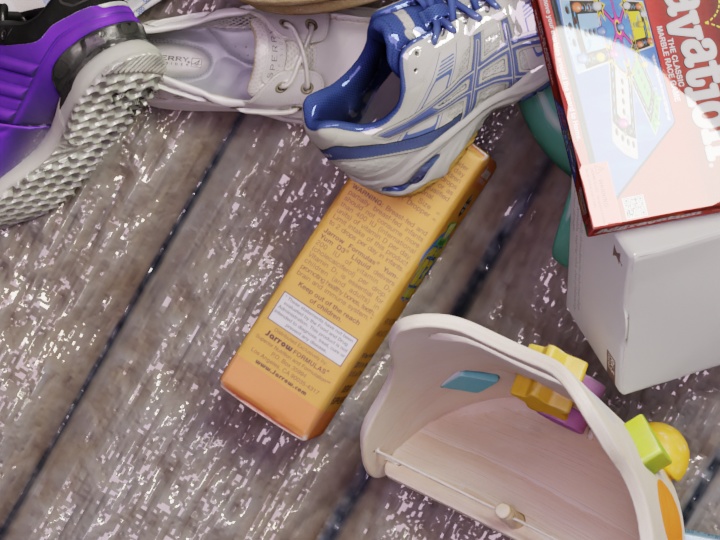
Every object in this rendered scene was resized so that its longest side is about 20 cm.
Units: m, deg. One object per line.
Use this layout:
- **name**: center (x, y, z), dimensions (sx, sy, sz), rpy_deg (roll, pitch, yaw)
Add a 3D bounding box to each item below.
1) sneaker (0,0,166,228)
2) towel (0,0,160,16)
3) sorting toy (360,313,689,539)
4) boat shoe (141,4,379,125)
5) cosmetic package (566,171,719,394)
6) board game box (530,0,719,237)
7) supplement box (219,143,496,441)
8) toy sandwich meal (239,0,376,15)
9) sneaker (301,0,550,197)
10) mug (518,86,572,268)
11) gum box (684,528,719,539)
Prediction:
- **sneaker**: center (-0.194, -0.104, 1.375), dimensions (0.200, 0.069, 0.100), rpy_deg (-42, 71, 35)
- **towel**: center (-0.171, -0.212, 1.418), dimensions (0.200, 0.024, 0.147), rpy_deg (-34, 82, 4)
- **sorting toy**: center (0.092, 0.082, 1.274), dimensions (0.200, 0.180, 0.107), rpy_deg (25, 74, 25)
- **boat shoe**: center (-0.050, -0.122, 1.375), dimensions (0.199, 0.069, 0.071), rpy_deg (-2, 87, 8)
- **cosmetic package**: center (0.217, -0.019, 1.275), dimensions (0.199, 0.113, 0.081), rpy_deg (-14, 46, -13)
- **board game box**: center (0.146, -0.124, 1.219), dimensions (0.103, 0.019, 0.201), rpy_deg (-11, 78, -10)
- **supplement box**: center (0.000, 0.000, 1.367), dimensions (0.069, 0.067, 0.200), rpy_deg (32, 94, 7)
- **toy sandwich meal**: center (0.001, -0.212, 1.310), dimensions (0.205, 0.205, 0.070), rpy_deg (-17, 119, 7)
- **sneaker**: center (0.053, -0.124, 1.261), dimensions (0.200, 0.088, 0.075), rpy_deg (-48, 48, 14)
- **mug**: center (0.165, -0.102, 1.321), dimensions (0.152, 0.114, 0.186), rpy_deg (-13, 87, 7)
- **gum box**: center (0.219, 0.242, 1.341), dimensions (0.199, 0.045, 0.170), rpy_deg (10, 89, 9)
